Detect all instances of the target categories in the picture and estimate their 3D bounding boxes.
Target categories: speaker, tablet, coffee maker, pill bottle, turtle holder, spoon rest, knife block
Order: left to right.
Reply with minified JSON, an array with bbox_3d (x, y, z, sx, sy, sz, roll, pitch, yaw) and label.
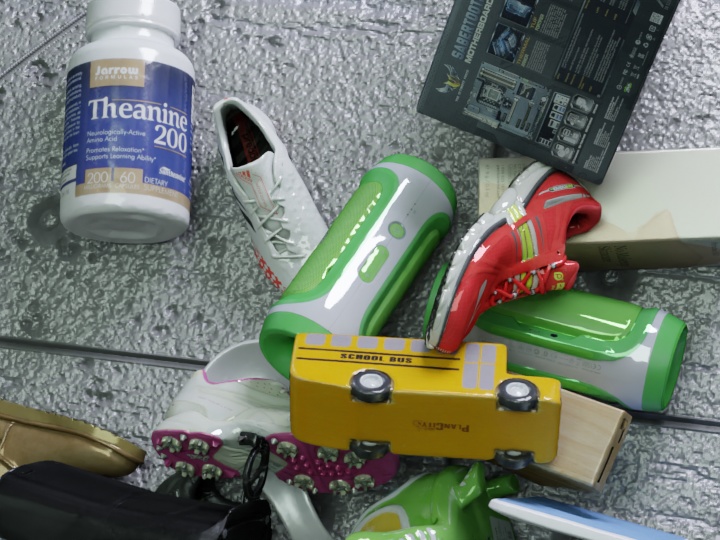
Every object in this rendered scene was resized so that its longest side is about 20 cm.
[{"bbox_3d":[-0.198,-0.131,1.697,0.111,0.111,0.200,-3,75,12],"label":"pill bottle"},{"bbox_3d":[-0.178,0.208,1.533,0.200,0.135,0.192,12,73,21],"label":"coffee maker"},{"bbox_3d":[-0.069,0.148,1.620,0.099,0.061,0.200,-28,72,4],"label":"spoon rest"},{"bbox_3d":[0.000,0.000,1.591,0.088,0.088,0.200,23,57,17],"label":"speaker"},{"bbox_3d":[0.054,0.230,1.509,0.132,0.186,0.141,-18,101,21],"label":"turtle holder"},{"bbox_3d":[0.095,0.107,1.539,0.175,0.200,0.064,25,81,-12],"label":"knife block"},{"bbox_3d":[0.155,0.052,1.583,0.200,0.088,0.089,15,79,16],"label":"speaker"},{"bbox_3d":[0.175,0.192,1.479,0.130,0.200,0.014,14,89,16],"label":"tablet"}]

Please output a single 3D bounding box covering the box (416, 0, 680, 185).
[{"bbox_3d":[0.147,-0.183,1.490,0.158,0.051,0.200,22,120,4],"label":"box"}]

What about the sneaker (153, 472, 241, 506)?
[{"bbox_3d":[-0.101,0.236,1.589,0.091,0.066,0.200,-49,67,21],"label":"sneaker"}]

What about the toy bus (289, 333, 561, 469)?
[{"bbox_3d":[0.048,0.095,1.468,0.200,0.065,0.078,3,35,3],"label":"toy bus"}]

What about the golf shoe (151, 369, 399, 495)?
[{"bbox_3d":[-0.063,0.122,1.567,0.200,0.075,0.092,7,48,12],"label":"golf shoe"}]

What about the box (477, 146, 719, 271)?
[{"bbox_3d":[0.199,-0.047,1.596,0.200,0.095,0.078,-2,76,13],"label":"box"}]

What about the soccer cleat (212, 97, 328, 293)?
[{"bbox_3d":[-0.074,-0.057,1.663,0.069,0.085,0.200,-25,71,5],"label":"soccer cleat"}]

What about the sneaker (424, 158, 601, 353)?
[{"bbox_3d":[0.120,-0.006,1.486,0.085,0.077,0.200,33,56,11],"label":"sneaker"}]

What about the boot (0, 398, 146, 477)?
[{"bbox_3d":[-0.282,0.217,1.651,0.175,0.066,0.200,12,78,26],"label":"boot"}]
